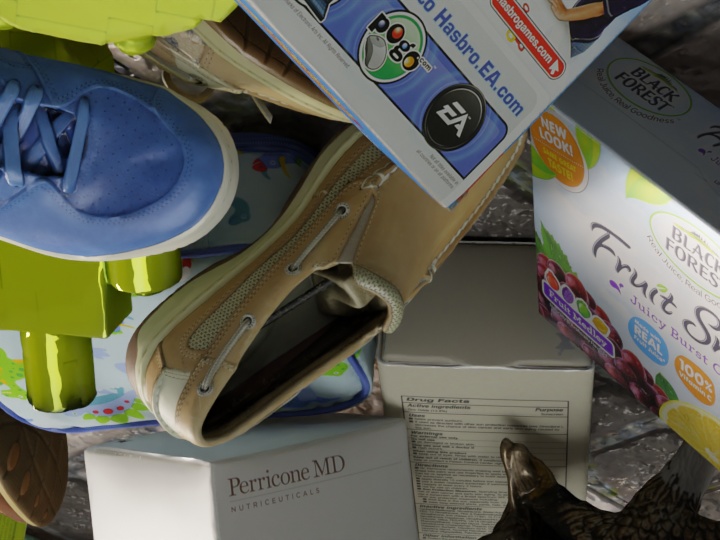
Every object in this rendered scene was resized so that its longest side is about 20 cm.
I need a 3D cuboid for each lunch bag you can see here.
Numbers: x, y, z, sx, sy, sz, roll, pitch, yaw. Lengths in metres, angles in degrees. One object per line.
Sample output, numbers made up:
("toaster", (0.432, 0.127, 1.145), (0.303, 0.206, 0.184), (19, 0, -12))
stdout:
("lunch bag", (-0.096, 0.011, 0.852), (0.199, 0.083, 0.161), (-5, 144, 17))

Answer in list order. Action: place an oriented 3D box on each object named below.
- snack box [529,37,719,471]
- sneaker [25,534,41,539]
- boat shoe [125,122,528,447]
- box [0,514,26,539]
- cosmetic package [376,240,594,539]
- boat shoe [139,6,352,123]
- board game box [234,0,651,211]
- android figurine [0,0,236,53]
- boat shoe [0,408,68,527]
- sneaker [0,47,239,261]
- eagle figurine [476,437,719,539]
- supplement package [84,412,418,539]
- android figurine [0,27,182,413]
("snack box", (0.150, 0.016, 0.717), (0.053, 0.200, 0.142), (-32, 142, -21))
("sneaker", (-0.177, 0.258, 1.186), (0.199, 0.140, 0.078), (11, 146, -7))
("boat shoe", (0.000, 0.000, 0.729), (0.072, 0.200, 0.076), (49, 173, -32))
("box", (-0.290, 0.204, 1.141), (0.200, 0.122, 0.048), (-25, 137, 39))
("cosmetic package", (0.067, 0.069, 0.920), (0.105, 0.071, 0.200), (2, 147, 5))
("boat shoe", (-0.074, -0.114, 0.677), (0.200, 0.073, 0.063), (33, 146, -17))
("board game box", (0.030, -0.150, 0.508), (0.196, 0.056, 0.200), (-45, 133, 1))
("android figurine", (-0.083, -0.150, 0.560), (0.182, 0.041, 0.200), (9, 133, -4))
("boat shoe", (-0.220, 0.068, 0.977), (0.067, 0.072, 0.200), (-2, 140, 22))
("sneaker", (-0.149, -0.051, 0.647), (0.199, 0.077, 0.111), (16, -177, 12))
("eagle figurine", (0.158, 0.134, 0.836), (0.200, 0.151, 0.152), (16, -164, 24))
("supplement package", (-0.046, 0.175, 0.870), (0.117, 0.201, 0.117), (-9, -175, -37))
("android figurine", (-0.160, -0.038, 0.747), (0.182, 0.041, 0.201), (6, 114, 13))
